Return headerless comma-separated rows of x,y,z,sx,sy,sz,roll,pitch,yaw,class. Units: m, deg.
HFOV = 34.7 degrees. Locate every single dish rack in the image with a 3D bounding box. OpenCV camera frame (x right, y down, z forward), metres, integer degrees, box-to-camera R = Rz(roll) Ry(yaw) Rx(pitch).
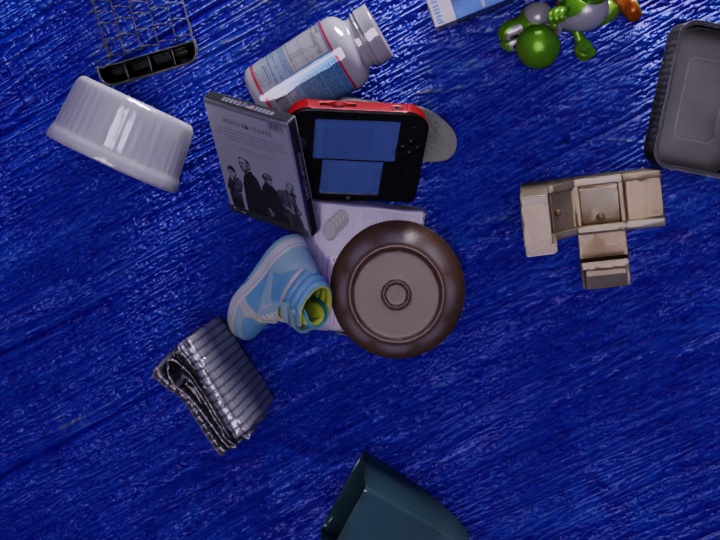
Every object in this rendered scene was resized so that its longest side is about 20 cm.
-0.323,-0.381,1.664,0.151,0.055,0.203,-14,97,6,dish rack

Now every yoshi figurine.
0.291,-0.337,1.592,0.197,0.112,0.114,-21,103,11,yoshi figurine

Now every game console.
-0.010,-0.161,1.607,0.196,0.031,0.179,2,136,-6,game console

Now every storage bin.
0.481,-0.235,1.596,0.133,0.094,0.204,11,99,3,storage bin

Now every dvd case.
-0.138,-0.147,1.615,0.149,0.025,0.202,20,139,29,dvd case

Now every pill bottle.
-0.058,-0.286,1.627,0.198,0.109,0.110,-30,95,8,pill bottle

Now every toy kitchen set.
0.327,-0.042,1.594,0.196,0.180,0.166,-6,99,10,toy kitchen set

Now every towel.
-0.209,0.166,1.664,0.085,0.200,0.167,-32,94,10,towel

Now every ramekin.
-0.332,-0.194,1.625,0.198,0.200,0.099,24,92,1,ramekin

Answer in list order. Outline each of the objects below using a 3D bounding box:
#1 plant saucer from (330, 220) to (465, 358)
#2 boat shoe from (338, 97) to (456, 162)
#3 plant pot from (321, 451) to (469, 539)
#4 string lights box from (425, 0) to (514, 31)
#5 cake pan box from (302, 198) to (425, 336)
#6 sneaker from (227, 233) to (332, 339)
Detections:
0.052,0.032,1.655,0.197,0.037,0.204,1,100,4,plant saucer
0.045,-0.204,1.649,0.197,0.062,0.076,11,93,-18,boat shoe
0.059,0.395,1.711,0.198,0.141,0.143,27,100,-7,plant pot
0.187,-0.394,1.592,0.197,0.103,0.060,-20,97,7,string lights box
0.000,0.000,1.696,0.181,0.052,0.204,4,99,6,cake pan box
-0.114,0.060,1.658,0.131,0.079,0.201,54,129,26,sneaker
